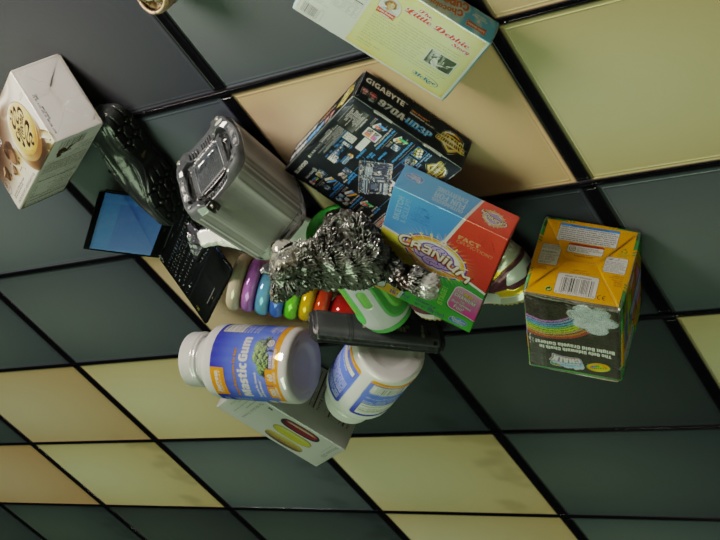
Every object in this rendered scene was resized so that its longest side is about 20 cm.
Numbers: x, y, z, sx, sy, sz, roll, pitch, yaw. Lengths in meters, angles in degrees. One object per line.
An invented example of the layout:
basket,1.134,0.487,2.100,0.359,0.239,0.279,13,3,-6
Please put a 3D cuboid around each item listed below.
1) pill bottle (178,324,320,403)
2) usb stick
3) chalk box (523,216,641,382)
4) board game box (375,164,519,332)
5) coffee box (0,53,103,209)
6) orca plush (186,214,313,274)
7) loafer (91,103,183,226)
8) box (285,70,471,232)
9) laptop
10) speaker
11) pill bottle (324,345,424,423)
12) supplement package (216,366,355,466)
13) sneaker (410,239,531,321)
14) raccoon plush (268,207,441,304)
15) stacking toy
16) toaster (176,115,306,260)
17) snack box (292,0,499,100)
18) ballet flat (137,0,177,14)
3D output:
pill bottle,-0.169,0.138,1.921,0.198,0.113,0.112,1,140,27
usb stick,0.023,0.087,1.819,0.198,0.056,0.033,7,127,-15
chalk box,0.280,0.050,1.603,0.124,0.125,0.201,10,145,18
board game box,0.097,-0.024,1.581,0.152,0.040,0.201,25,144,8
coffee box,-0.431,-0.183,1.722,0.113,0.080,0.200,57,144,6
orca plush,-0.136,-0.042,1.777,0.198,0.106,0.071,-16,176,13
loafer,-0.309,-0.144,1.753,0.070,0.068,0.201,5,138,39
box,0.018,-0.139,1.572,0.158,0.046,0.200,32,146,-12
laptop,-0.298,-0.018,1.875,0.201,0.103,0.177,53,149,11
speaker,0.000,0.000,1.727,0.088,0.089,0.200,2,146,30
pill bottle,0.013,0.155,1.923,0.111,0.113,0.200,27,147,-5
supplement package,-0.110,0.211,2.077,0.199,0.110,0.114,32,146,-13
sneaker,0.137,0.003,1.682,0.199,0.075,0.090,-15,122,36
raccoon plush,-0.017,0.003,1.543,0.199,0.134,0.097,18,133,29
stacking toy,-0.091,0.040,1.865,0.198,0.086,0.086,15,146,3
toaster,-0.148,-0.099,1.615,0.129,0.200,0.114,35,104,-28
snack box,0.036,-0.274,1.380,0.199,0.037,0.116,30,146,-10
ballet flat,-0.265,-0.365,1.415,0.068,0.068,0.200,-9,134,39
